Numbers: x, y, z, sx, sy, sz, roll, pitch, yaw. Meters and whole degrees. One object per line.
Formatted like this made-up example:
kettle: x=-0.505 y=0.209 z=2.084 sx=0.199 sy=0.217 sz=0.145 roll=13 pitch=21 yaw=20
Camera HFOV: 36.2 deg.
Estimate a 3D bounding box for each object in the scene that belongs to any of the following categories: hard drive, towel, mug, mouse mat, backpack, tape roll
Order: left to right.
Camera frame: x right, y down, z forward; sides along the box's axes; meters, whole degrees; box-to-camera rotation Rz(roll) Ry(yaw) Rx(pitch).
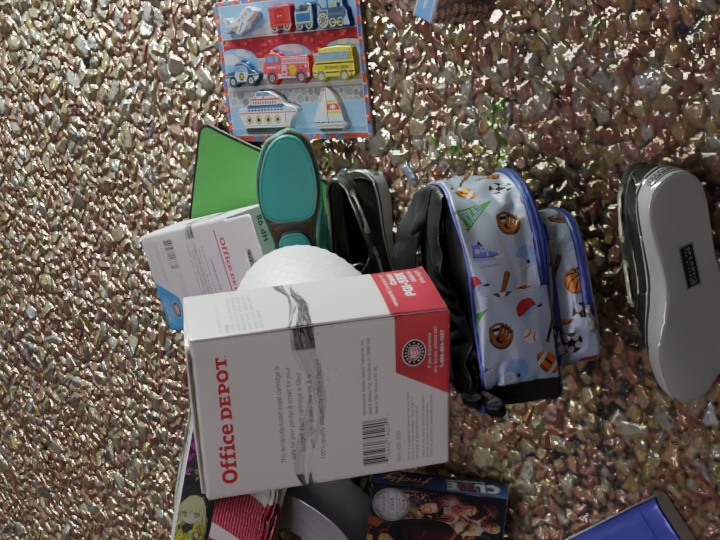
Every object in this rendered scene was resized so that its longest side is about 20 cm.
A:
towel: x=-0.125 y=0.197 z=1.161 sx=0.144 sy=0.023 sz=0.200 roll=18 pitch=95 yaw=46
mouse mat: x=-0.116 y=-0.059 z=1.220 sx=0.200 sy=0.008 sz=0.161 roll=27 pitch=121 yaw=29
tape roll: x=-0.065 y=0.306 z=1.213 sx=0.200 sy=0.066 sz=0.201 roll=13 pitch=120 yaw=24
mug: x=-0.031 y=0.072 z=1.018 sx=0.148 sy=0.200 sz=0.175 roll=-42 pitch=29 yaw=8
backpack: x=0.114 y=0.009 z=0.940 sx=0.200 sy=0.154 sz=0.191 roll=-158 pitch=52 yaw=-75
hard drive: x=0.238 y=0.304 z=1.026 sx=0.200 sy=0.025 sz=0.132 roll=-40 pitch=76 yaw=38

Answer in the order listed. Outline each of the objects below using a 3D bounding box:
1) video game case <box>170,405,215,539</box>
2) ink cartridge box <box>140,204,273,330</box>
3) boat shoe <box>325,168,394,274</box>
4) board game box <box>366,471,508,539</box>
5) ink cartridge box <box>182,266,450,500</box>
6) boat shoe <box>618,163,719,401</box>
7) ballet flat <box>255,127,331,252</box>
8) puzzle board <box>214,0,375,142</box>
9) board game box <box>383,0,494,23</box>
video game case: x=-0.156 y=0.171 z=1.083 sx=0.036 sy=0.200 sz=0.182 roll=10 pitch=92 yaw=-9
ink cartridge box: x=-0.144 y=-0.004 z=1.206 sx=0.200 sy=0.067 sz=0.116 roll=-8 pitch=102 yaw=45
boat shoe: x=0.000 y=0.000 z=1.110 sx=0.071 sy=0.064 sz=0.200 roll=-4 pitch=100 yaw=40
board game box: x=0.070 y=0.302 z=1.111 sx=0.135 sy=0.035 sz=0.200 roll=5 pitch=109 yaw=2
ink cartridge box: x=-0.035 y=0.087 z=0.873 sx=0.083 sy=0.200 sz=0.147 roll=-116 pitch=22 yaw=-62
boat shoe: x=0.253 y=0.008 z=0.903 sx=0.064 sy=0.071 sz=0.200 roll=-146 pitch=43 yaw=-65
ballet flat: x=-0.065 y=-0.056 z=1.125 sx=0.067 sy=0.070 sz=0.200 roll=-4 pitch=114 yaw=7
puzzle board: x=-0.074 y=-0.210 z=1.144 sx=0.200 sy=0.017 sz=0.151 roll=4 pitch=104 yaw=39
board game box: x=0.034 y=-0.329 z=0.971 sx=0.200 sy=0.097 sz=0.160 roll=31 pitch=120 yaw=29
